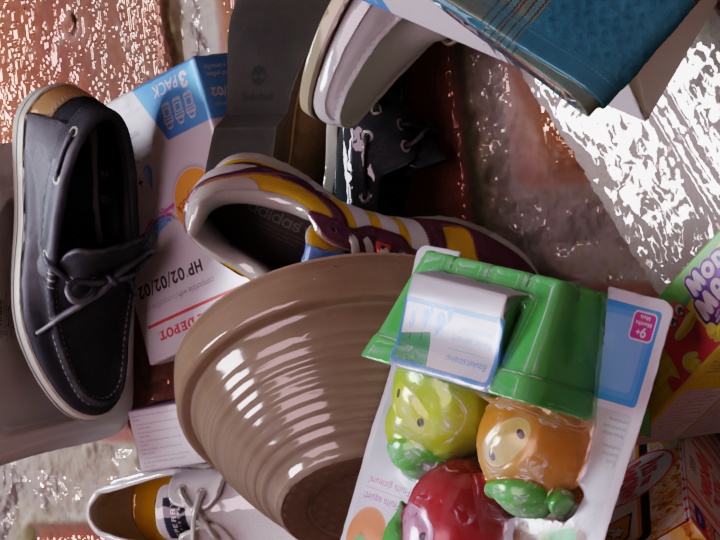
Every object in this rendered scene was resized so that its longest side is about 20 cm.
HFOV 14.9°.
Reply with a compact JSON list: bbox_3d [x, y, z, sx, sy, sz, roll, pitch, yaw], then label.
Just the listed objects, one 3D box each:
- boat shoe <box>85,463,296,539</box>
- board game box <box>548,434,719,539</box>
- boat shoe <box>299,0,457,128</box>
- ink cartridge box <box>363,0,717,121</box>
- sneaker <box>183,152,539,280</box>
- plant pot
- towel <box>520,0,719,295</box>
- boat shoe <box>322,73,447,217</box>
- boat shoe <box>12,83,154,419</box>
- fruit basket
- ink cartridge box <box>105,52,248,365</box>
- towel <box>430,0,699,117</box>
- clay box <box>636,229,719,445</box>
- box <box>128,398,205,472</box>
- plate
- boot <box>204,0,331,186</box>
[{"bbox_3d":[-0.091,0.147,1.662,0.199,0.070,0.071,1,96,46],"label":"boat shoe"},{"bbox_3d":[0.093,0.158,1.370,0.200,0.152,0.046,-35,105,17],"label":"board game box"},{"bbox_3d":[0.043,-0.153,1.447,0.068,0.075,0.201,36,100,16],"label":"boat shoe"},{"bbox_3d":[0.085,-0.182,1.348,0.199,0.084,0.145,26,77,25],"label":"ink cartridge box"},{"bbox_3d":[0.000,0.000,1.462,0.199,0.090,0.075,18,107,4],"label":"sneaker"},{"bbox_3d":[0.001,0.086,1.452,0.201,0.200,0.093,-44,38,40],"label":"plant pot"},{"bbox_3d":[0.156,-0.088,1.401,0.133,0.034,0.201,-48,62,40],"label":"towel"},{"bbox_3d":[0.014,-0.058,1.530,0.066,0.074,0.201,13,95,16],"label":"boat shoe"},{"bbox_3d":[-0.159,-0.007,1.593,0.062,0.074,0.201,12,111,42],"label":"boat shoe"},{"bbox_3d":[0.054,0.094,1.307,0.185,0.093,0.201,15,82,52],"label":"fruit basket"},{"bbox_3d":[-0.083,-0.017,1.630,0.115,0.068,0.201,-24,80,46],"label":"ink cartridge box"},{"bbox_3d":[0.118,-0.180,1.279,0.146,0.022,0.200,38,79,25],"label":"towel"},{"bbox_3d":[0.208,0.003,1.303,0.200,0.114,0.048,-52,57,36],"label":"clay box"},{"bbox_3d":[-0.048,0.084,1.605,0.199,0.039,0.042,-13,91,36],"label":"box"},{"bbox_3d":[-0.191,0.020,1.661,0.032,0.200,0.201,8,101,30],"label":"plate"},{"bbox_3d":[-0.031,-0.114,1.571,0.073,0.075,0.201,11,85,44],"label":"boot"}]
